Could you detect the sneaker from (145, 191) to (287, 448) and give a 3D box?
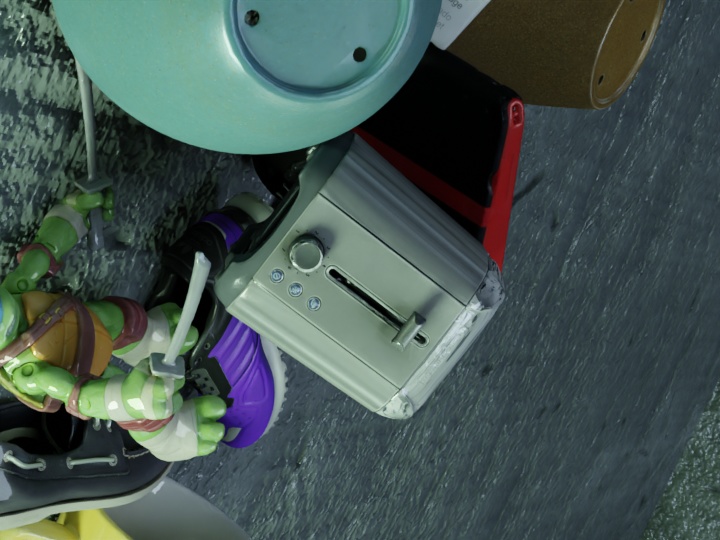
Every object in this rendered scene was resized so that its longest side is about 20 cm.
[{"bbox_3d":[-0.104,0.048,1.143,0.099,0.069,0.201,-34,141,-37],"label":"sneaker"}]

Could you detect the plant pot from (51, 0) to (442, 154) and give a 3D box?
[{"bbox_3d":[-0.040,-0.141,0.837,0.199,0.135,0.201,-7,111,-18],"label":"plant pot"}]

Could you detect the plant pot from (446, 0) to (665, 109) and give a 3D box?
[{"bbox_3d":[0.083,-0.184,1.094,0.186,0.199,0.187,-47,153,-33],"label":"plant pot"}]

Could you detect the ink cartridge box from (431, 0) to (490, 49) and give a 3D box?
[{"bbox_3d":[0.056,-0.246,0.944,0.200,0.145,0.084,-46,-159,16],"label":"ink cartridge box"}]

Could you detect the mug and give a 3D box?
[{"bbox_3d":[-0.171,0.218,1.140,0.154,0.186,0.149,-56,-169,10],"label":"mug"}]

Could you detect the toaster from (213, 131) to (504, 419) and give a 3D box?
[{"bbox_3d":[0.000,0.000,0.964,0.114,0.129,0.200,-51,-174,5],"label":"toaster"}]

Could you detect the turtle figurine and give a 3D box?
[{"bbox_3d":[-0.122,0.023,0.960,0.201,0.144,0.194,-56,152,-5],"label":"turtle figurine"}]

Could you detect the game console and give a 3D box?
[{"bbox_3d":[0.011,-0.080,1.058,0.031,0.200,0.178,-33,145,-37],"label":"game console"}]

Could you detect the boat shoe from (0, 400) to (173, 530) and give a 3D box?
[{"bbox_3d":[-0.170,0.100,1.045,0.200,0.073,0.063,-13,131,-55],"label":"boat shoe"}]
